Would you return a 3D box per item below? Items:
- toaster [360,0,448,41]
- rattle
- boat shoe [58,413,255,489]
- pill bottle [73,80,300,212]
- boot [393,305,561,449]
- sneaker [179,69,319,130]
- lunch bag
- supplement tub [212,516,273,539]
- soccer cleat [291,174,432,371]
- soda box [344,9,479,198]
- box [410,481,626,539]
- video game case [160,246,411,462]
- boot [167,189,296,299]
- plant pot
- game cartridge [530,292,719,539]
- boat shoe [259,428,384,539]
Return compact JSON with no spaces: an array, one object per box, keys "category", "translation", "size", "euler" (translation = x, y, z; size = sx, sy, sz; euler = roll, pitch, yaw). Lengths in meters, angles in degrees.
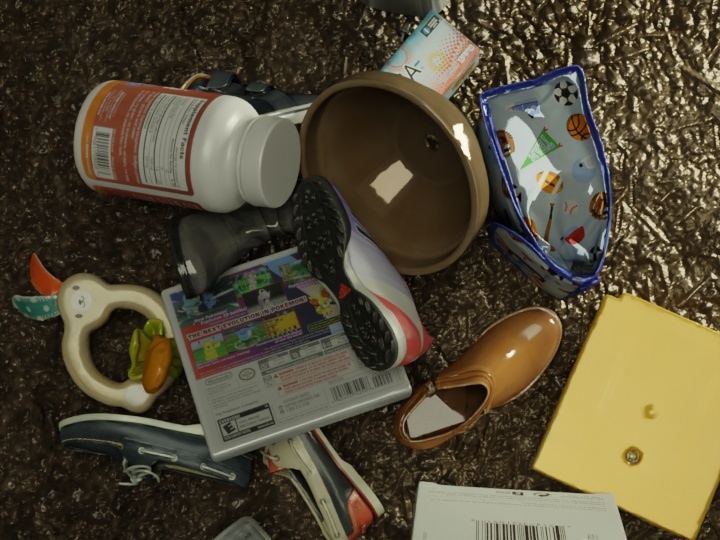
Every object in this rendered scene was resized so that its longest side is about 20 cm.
[{"category":"toaster","translation":[0.048,-0.343,1.482],"size":[0.113,0.129,0.201],"euler":[12,85,6]},{"category":"rattle","translation":[-0.273,0.056,1.463],"size":[0.200,0.143,0.130],"euler":[42,107,1]},{"category":"boat shoe","translation":[-0.205,0.183,1.477],"size":[0.199,0.075,0.062],"euler":[7,73,-4]},{"category":"pill bottle","translation":[-0.163,-0.116,1.411],"size":[0.199,0.112,0.113],"euler":[10,85,22]},{"category":"boot","translation":[0.118,0.106,1.417],"size":[0.200,0.155,0.074],"euler":[-41,84,0]},{"category":"sneaker","translation":[-0.130,-0.168,1.502],"size":[0.199,0.078,0.080],"euler":[-11,89,5]},{"category":"lunch bag","translation":[0.177,-0.072,1.423],"size":[0.123,0.170,0.201],"euler":[-17,84,0]},{"category":"supplement tub","translation":[-0.087,0.348,1.424],"size":[0.123,0.123,0.200],"euler":[-44,83,-1]},{"category":"soccer cleat","translation":[0.000,0.000,1.397],"size":[0.068,0.073,0.201],"euler":[-38,73,37]},{"category":"soda box","translation":[0.033,-0.163,1.497],"size":[0.068,0.064,0.200],"euler":[41,87,5]},{"category":"box","translation":[0.143,0.290,1.363],"size":[0.198,0.200,0.132],"euler":[4,99,4]},{"category":"video game case","translation":[-0.073,0.070,1.421],"size":[0.199,0.023,0.183],"euler":[-18,65,-6]},{"category":"boot","translation":[-0.109,-0.038,1.431],"size":[0.131,0.200,0.070],"euler":[-10,112,7]},{"category":"plant pot","translation":[0.047,-0.104,1.396],"size":[0.201,0.201,0.093],"euler":[45,47,7]},{"category":"game cartridge","translation":[0.287,0.141,1.467],"size":[0.176,0.032,0.201],"euler":[24,84,6]},{"category":"boat shoe","translation":[-0.062,0.185,1.461],"size":[0.063,0.071,0.200],"euler":[-40,90,-15]}]
